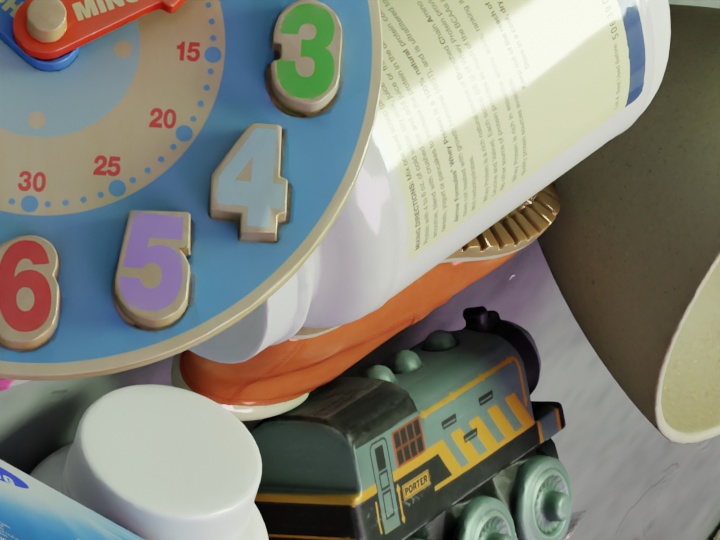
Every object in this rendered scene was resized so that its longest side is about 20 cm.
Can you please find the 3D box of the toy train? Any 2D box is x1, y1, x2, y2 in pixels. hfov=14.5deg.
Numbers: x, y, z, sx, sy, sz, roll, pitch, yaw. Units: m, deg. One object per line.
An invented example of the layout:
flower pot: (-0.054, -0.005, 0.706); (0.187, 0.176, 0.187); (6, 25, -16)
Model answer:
toy train: (0.026, 0.092, 1.278); (0.200, 0.085, 0.115); (-28, 113, -50)

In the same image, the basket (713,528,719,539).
basket: (0.274, 0.263, 1.926); (0.123, 0.135, 0.201); (12, 116, -57)

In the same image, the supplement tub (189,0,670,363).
supplement tub: (-0.001, -0.070, 1.027); (0.200, 0.145, 0.146); (-35, 151, -28)

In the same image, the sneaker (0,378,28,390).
sneaker: (-0.098, -0.051, 0.896); (0.088, 0.081, 0.201); (91, 8, -66)

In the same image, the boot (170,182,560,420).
boot: (0.000, 0.000, 1.223); (0.199, 0.075, 0.107); (-23, 156, -42)

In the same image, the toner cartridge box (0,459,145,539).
toner cartridge box: (-0.106, 0.125, 1.058); (0.199, 0.095, 0.043); (32, 100, -24)

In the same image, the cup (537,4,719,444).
cup: (0.155, -0.043, 1.312); (0.200, 0.143, 0.201); (-37, 152, -23)

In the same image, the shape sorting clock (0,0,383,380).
shape sorting clock: (-0.092, -0.067, 0.829); (0.200, 0.200, 0.039); (-41, 167, -17)

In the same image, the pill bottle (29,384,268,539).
pill bottle: (-0.103, 0.147, 1.195); (0.109, 0.109, 0.201); (-23, 144, -42)
